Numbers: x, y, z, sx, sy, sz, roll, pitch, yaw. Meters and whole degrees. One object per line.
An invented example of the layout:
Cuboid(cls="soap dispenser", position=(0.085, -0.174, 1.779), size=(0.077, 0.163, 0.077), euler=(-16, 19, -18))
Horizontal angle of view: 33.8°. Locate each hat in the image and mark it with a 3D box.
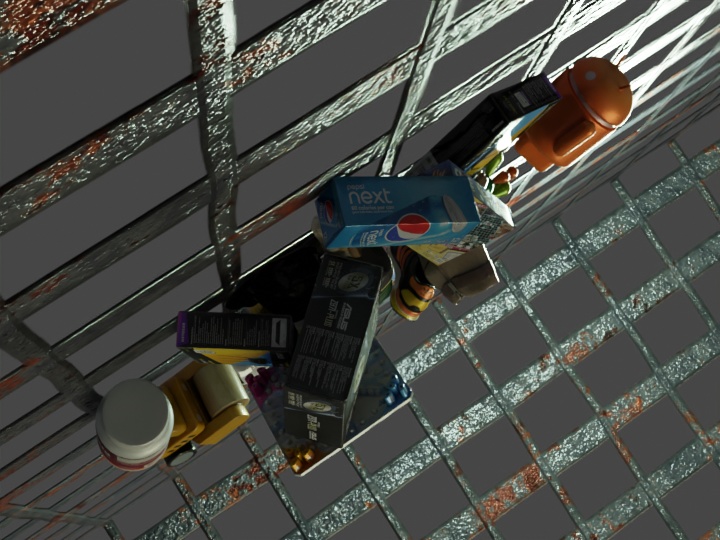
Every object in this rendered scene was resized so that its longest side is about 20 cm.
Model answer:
Cuboid(cls="hat", position=(-0.093, 0.027, 1.688), size=(0.199, 0.081, 0.201), euler=(-35, 173, -5))

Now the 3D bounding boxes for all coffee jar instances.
Cuboid(cls="coffee jar", position=(0.000, 0.000, 1.833), size=(0.085, 0.105, 0.200), euler=(-41, 173, -5))

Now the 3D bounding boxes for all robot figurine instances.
Cuboid(cls="robot figurine", position=(0.314, -0.233, 1.732), size=(0.199, 0.118, 0.143), euler=(-39, 165, 33))

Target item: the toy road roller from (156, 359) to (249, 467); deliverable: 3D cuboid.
Cuboid(cls="toy road roller", position=(-0.293, 0.227, 1.924), size=(0.199, 0.124, 0.146), euler=(-36, 161, 13))

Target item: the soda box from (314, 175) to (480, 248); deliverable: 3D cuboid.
Cuboid(cls="soda box", position=(0.047, -0.074, 1.477), size=(0.197, 0.069, 0.064), euler=(-3, 157, -29))

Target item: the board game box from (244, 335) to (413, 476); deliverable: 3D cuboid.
Cuboid(cls="board game box", position=(-0.051, 0.165, 1.693), size=(0.199, 0.201, 0.026), euler=(-34, 136, -2))

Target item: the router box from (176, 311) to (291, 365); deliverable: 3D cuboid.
Cuboid(cls="router box", position=(-0.161, 0.095, 1.612), size=(0.146, 0.052, 0.200), euler=(3, 170, 1))

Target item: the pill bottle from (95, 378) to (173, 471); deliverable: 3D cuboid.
Cuboid(cls="pill bottle", position=(-0.334, 0.227, 1.753), size=(0.113, 0.115, 0.200), euler=(-31, 171, -19))

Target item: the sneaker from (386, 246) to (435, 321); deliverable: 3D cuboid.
Cuboid(cls="sneaker", position=(0.095, -0.014, 1.949), size=(0.090, 0.069, 0.202), euler=(-46, -150, 37))

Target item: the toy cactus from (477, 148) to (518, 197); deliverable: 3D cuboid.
Cuboid(cls="toy cactus", position=(0.179, -0.106, 1.919), size=(0.201, 0.101, 0.166), euler=(-59, 178, 39))

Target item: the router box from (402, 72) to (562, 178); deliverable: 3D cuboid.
Cuboid(cls="router box", position=(0.166, -0.181, 1.627), size=(0.148, 0.051, 0.200), euler=(-29, 171, -47))

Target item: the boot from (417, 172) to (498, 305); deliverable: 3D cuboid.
Cuboid(cls="boot", position=(0.160, -0.040, 1.776), size=(0.070, 0.147, 0.200), euler=(-31, 175, -39))

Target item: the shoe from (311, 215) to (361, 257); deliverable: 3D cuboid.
Cuboid(cls="shoe", position=(-0.027, -0.056, 1.606), size=(0.052, 0.071, 0.200), euler=(6, 179, 6))

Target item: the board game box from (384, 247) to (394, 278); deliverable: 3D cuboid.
Cuboid(cls="board game box", position=(-0.022, 0.037, 2.187), size=(0.198, 0.044, 0.200), euler=(-36, 172, -2))

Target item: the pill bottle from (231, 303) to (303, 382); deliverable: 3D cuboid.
Cuboid(cls="pill bottle", position=(-0.116, 0.082, 1.809), size=(0.198, 0.112, 0.111), euler=(-34, 172, -4))

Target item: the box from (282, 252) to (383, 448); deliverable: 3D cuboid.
Cuboid(cls="box", position=(-0.036, 0.108, 1.580), size=(0.165, 0.085, 0.203), euler=(94, 11, -61))

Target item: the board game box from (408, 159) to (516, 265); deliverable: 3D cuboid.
Cuboid(cls="board game box", position=(0.114, -0.076, 1.641), size=(0.134, 0.035, 0.199), euler=(-25, 152, 23))

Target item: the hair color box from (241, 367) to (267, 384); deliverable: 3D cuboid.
Cuboid(cls="hair color box", position=(-0.162, 0.150, 2.202), size=(0.110, 0.064, 0.200), euler=(-35, 174, 11))
